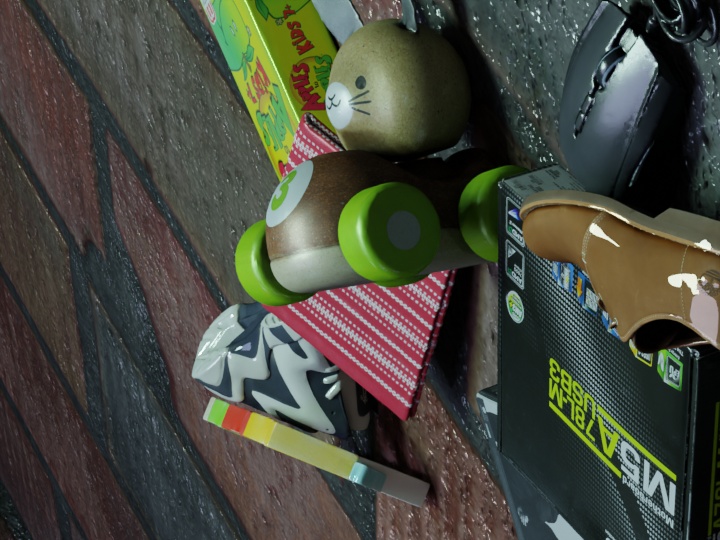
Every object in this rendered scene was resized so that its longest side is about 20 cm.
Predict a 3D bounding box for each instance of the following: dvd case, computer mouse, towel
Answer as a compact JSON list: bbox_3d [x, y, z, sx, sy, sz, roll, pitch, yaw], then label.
[{"bbox_3d":[0.139,0.159,1.685,0.200,0.025,0.151,22,132,66],"label":"dvd case"},{"bbox_3d":[0.116,-0.113,1.388,0.141,0.046,0.200,58,160,27],"label":"computer mouse"},{"bbox_3d":[0.000,0.000,1.803,0.144,0.022,0.200,38,144,18],"label":"towel"}]

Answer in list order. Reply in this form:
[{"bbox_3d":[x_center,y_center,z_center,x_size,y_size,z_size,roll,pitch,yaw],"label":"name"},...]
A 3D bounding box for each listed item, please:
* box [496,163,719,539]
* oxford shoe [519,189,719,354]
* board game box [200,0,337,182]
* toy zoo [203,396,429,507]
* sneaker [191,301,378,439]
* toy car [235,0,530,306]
[{"bbox_3d":[0.141,0.070,1.496,0.200,0.047,0.194,46,144,47],"label":"box"},{"bbox_3d":[0.135,0.002,1.362,0.200,0.071,0.072,19,92,61],"label":"oxford shoe"},{"bbox_3d":[-0.045,-0.127,1.864,0.201,0.047,0.102,66,163,8],"label":"board game box"},{"bbox_3d":[-0.030,0.137,2.029,0.021,0.131,0.200,-68,19,-4],"label":"toy zoo"},{"bbox_3d":[-0.018,0.057,1.977,0.199,0.129,0.080,-39,28,37],"label":"sneaker"},{"bbox_3d":[0.007,-0.091,1.607,0.164,0.157,0.201,-14,86,61],"label":"toy car"}]
